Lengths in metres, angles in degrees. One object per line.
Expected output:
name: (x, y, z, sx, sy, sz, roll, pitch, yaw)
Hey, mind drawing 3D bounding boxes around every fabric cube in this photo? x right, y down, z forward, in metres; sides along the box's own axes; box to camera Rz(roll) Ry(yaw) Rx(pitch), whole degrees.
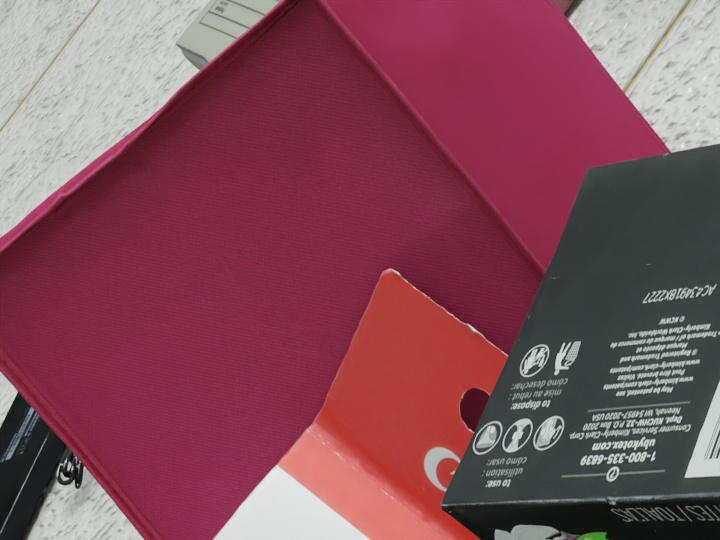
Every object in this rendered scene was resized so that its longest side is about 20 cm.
fabric cube: (0.000, 0.000, 0.957, 0.200, 0.196, 0.199, -37, 6, 24)

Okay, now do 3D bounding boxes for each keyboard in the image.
keyboard: (-0.165, 0.088, 1.347, 0.127, 0.021, 0.200, -21, 39, 52)

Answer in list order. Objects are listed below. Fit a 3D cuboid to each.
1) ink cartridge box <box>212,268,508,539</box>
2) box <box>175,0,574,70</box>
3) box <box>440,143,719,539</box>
ink cartridge box: (0.017, 0.126, 0.834, 0.161, 0.050, 0.200, 36, 119, 25)
box: (0.024, -0.148, 1.265, 0.200, 0.109, 0.128, -52, 28, -3)
box: (0.155, 0.067, 0.709, 0.148, 0.200, 0.125, -8, 49, 51)
